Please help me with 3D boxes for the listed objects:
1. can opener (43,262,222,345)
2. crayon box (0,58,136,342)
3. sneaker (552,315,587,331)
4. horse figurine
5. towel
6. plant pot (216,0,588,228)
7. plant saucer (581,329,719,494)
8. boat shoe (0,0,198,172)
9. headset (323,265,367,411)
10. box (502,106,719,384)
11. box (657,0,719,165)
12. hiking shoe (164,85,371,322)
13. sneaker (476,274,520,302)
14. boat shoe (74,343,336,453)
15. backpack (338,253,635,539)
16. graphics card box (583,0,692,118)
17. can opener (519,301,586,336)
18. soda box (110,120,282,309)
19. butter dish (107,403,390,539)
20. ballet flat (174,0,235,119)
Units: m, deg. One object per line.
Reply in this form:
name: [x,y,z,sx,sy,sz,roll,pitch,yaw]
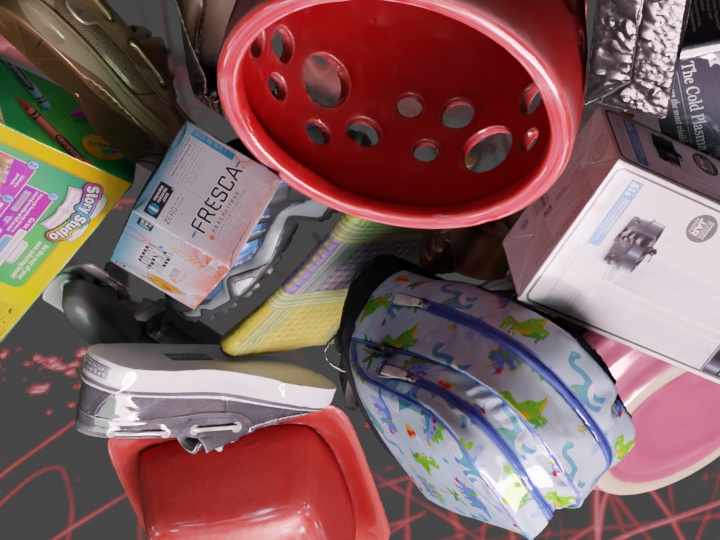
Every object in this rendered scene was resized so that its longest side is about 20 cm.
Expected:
can opener: [-0.149,0.055,1.444,0.052,0.067,0.200,-29,137,30]
crayon box: [-0.249,-0.044,1.346,0.118,0.058,0.200,24,132,-25]
sneaker: [0.209,0.047,1.420,0.199,0.074,0.116,-19,141,5]
horse figurine: [0.111,-0.036,1.333,0.199,0.050,0.133,-20,148,-25]
towel: [0.000,0.000,1.382,0.143,0.023,0.200,-5,150,-43]
plant pot: [0.033,-0.152,1.123,0.199,0.183,0.201,8,143,6]
plant saucer: [0.210,0.086,1.361,0.200,0.051,0.201,-20,143,-16]
boat shoe: [-0.145,-0.123,1.246,0.071,0.065,0.200,12,153,48]
headset: [0.041,0.062,1.413,0.123,0.095,0.200,10,172,34]
box: [0.202,-0.006,1.219,0.199,0.060,0.117,23,120,-22]
box: [0.275,-0.113,1.240,0.181,0.105,0.200,-12,137,11]
hiking shoe: [-0.079,-0.047,1.348,0.087,0.075,0.200,37,122,-15]
sneaker: [0.144,0.071,1.464,0.200,0.075,0.080,33,128,-31]
boat shoe: [-0.108,0.094,1.395,0.199,0.072,0.068,4,107,-39]
backpack: [0.080,0.084,1.244,0.199,0.154,0.164,3,130,44]
graphics card box: [0.165,-0.195,1.079,0.051,0.201,0.126,11,139,8]
can opener: [0.135,0.009,1.308,0.052,0.067,0.201,22,124,2]
soda box: [-0.104,-0.030,1.214,0.068,0.064,0.200,31,167,-6]
butter dish: [-0.087,0.217,1.569,0.198,0.148,0.201,-8,138,9]
ballet flat: [-0.090,-0.168,1.220,0.067,0.047,0.201,-2,138,1]
